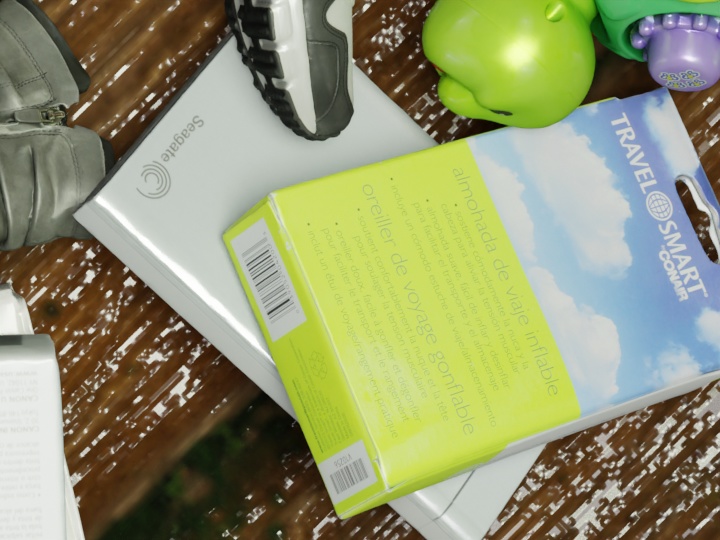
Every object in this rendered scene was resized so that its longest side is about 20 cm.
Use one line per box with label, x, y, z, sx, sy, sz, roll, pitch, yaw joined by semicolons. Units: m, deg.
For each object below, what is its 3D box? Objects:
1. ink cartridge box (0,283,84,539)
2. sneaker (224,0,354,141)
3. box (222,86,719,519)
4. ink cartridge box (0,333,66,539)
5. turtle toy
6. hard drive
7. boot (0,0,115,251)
ink cartridge box;-0.212;0.098;1.161;0.200;0.083;0.147;-13;94;-6
sneaker;-0.015;-0.147;1.130;0.080;0.074;0.200;-11;107;-17
box;0.057;0.008;1.165;0.200;0.048;0.122;-17;80;-34
ink cartridge box;-0.189;0.127;1.104;0.162;0.057;0.200;-2;101;-7
turtle toy;0.115;-0.120;1.165;0.200;0.146;0.101;-18;119;-17
hard drive;0.000;0.000;1.180;0.200;0.027;0.132;43;56;-8
boot;-0.185;-0.082;1.172;0.131;0.068;0.200;-23;79;-26
